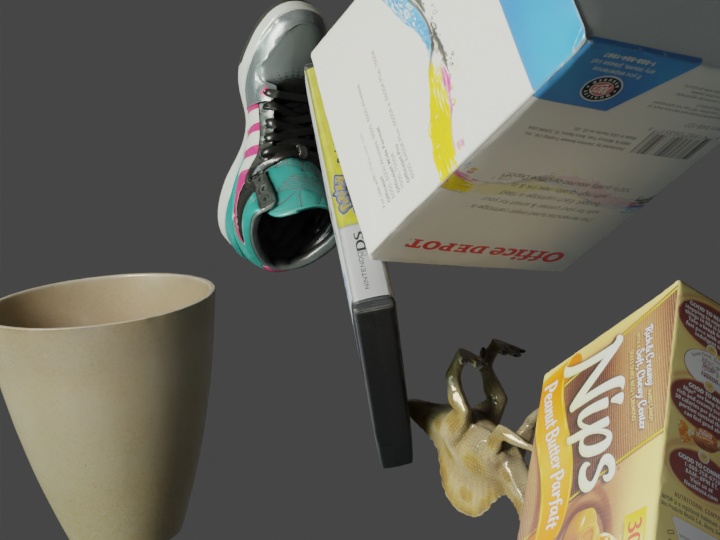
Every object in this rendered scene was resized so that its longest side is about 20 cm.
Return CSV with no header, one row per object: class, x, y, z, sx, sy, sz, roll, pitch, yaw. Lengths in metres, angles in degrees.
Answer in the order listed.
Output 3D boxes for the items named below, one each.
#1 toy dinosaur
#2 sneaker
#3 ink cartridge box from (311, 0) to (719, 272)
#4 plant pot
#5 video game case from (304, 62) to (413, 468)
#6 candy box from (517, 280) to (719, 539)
toy dinosaur,0.066,0.095,0.913,0.200,0.058,0.101,36,117,52
sneaker,-0.048,-0.083,1.075,0.121,0.083,0.200,49,133,52
ink cartridge box,0.094,-0.110,0.816,0.200,0.147,0.145,-44,52,44
plant pot,-0.202,0.119,1.221,0.187,0.187,0.200,14,112,55
video game case,0.000,0.000,0.938,0.200,0.025,0.181,82,177,-57
candy box,0.131,0.115,0.741,0.115,0.055,0.200,-42,23,45
